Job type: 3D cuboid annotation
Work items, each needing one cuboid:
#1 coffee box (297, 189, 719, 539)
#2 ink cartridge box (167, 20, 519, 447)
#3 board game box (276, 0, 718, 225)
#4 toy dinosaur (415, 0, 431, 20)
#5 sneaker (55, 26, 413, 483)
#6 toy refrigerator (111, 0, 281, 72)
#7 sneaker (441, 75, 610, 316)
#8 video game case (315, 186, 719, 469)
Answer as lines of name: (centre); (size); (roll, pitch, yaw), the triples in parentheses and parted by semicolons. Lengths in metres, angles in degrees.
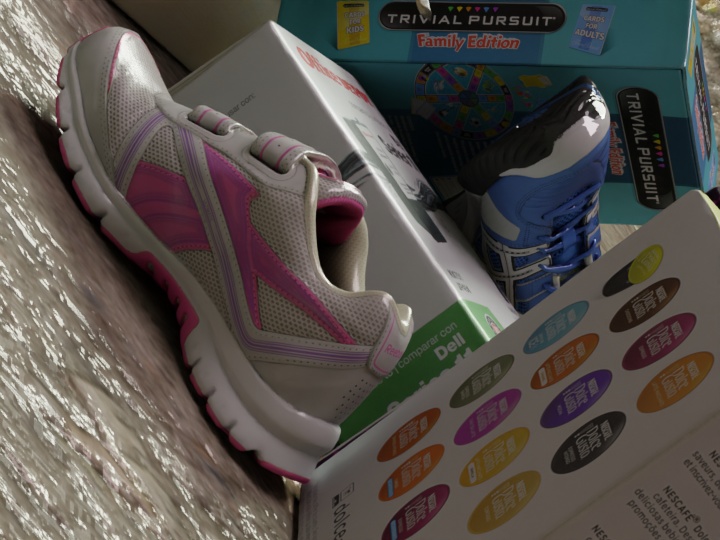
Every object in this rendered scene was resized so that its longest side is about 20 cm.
coffee box: (0.113, 0.126, 0.942); (0.200, 0.197, 0.200); (51, 10, -15)
ink cartridge box: (0.000, 0.000, 1.183); (0.200, 0.083, 0.147); (56, 9, 14)
board game box: (0.070, -0.080, 1.313); (0.151, 0.199, 0.047); (68, 27, -59)
toy dinosaur: (0.005, -0.185, 1.281); (0.088, 0.047, 0.200); (46, 13, -17)
sneaker: (-0.044, -0.020, 1.027); (0.200, 0.088, 0.081); (57, 10, 18)
toy refrigerator: (-0.114, -0.177, 1.310); (0.200, 0.070, 0.076); (39, 24, -54)
sneaker: (0.088, -0.028, 1.241); (0.077, 0.076, 0.200); (53, -14, 8)
video game case: (0.104, 0.070, 1.097); (0.181, 0.200, 0.036); (42, 16, -51)
